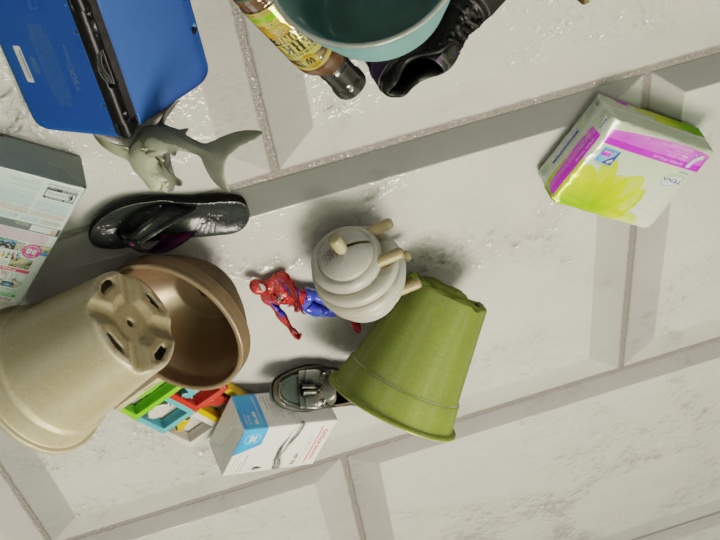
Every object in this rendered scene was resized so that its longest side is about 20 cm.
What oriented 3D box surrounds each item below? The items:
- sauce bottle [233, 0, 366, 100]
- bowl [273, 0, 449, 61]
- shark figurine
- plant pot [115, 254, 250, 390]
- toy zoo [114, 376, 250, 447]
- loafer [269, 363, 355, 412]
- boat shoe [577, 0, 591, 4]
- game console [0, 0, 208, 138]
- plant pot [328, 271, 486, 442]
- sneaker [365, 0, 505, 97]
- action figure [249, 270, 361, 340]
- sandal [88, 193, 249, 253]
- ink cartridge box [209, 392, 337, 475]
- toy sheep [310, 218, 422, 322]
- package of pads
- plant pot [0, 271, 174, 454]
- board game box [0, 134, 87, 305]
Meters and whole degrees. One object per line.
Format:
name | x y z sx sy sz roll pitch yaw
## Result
sauce bottle | -0.061 -0.259 1.288 0.065 0.065 0.200 -35 137 16
bowl | 0.013 -0.296 1.205 0.201 0.201 0.105 -25 160 4
shark figurine | -0.209 -0.152 1.314 0.128 0.090 0.214 38 158 -26
plant pot | -0.221 0.049 1.505 0.201 0.093 0.201 14 131 17
toy zoo | -0.251 0.200 1.743 0.131 0.020 0.200 -35 138 16
loafer | -0.038 0.174 1.756 0.200 0.072 0.063 2 172 -35
boat shoe | 0.249 -0.384 1.284 0.066 0.072 0.201 -29 140 -6
game console | -0.276 -0.250 1.242 0.171 0.118 0.200 8 141 15
plant pot | 0.086 0.111 1.660 0.200 0.200 0.190 20 100 -38
sneaker | 0.101 -0.265 1.330 0.200 0.088 0.076 -35 137 15
action figure | -0.063 0.059 1.614 0.200 0.099 0.065 18 125 -34
sandal | -0.233 -0.055 1.449 0.200 0.048 0.075 -9 138 -14
ink cartridge box | -0.115 0.243 1.792 0.200 0.067 0.116 -2 137 -32
toy sheep | 0.000 0.000 1.549 0.138 0.138 0.200 -25 143 5
package of pads | 0.357 -0.141 1.590 0.200 0.068 0.155 12 129 -32
plant pot | -0.334 0.097 1.430 0.183 0.201 0.200 -29 140 28
board game box | -0.426 -0.059 1.353 0.148 0.064 0.200 16 127 -34
